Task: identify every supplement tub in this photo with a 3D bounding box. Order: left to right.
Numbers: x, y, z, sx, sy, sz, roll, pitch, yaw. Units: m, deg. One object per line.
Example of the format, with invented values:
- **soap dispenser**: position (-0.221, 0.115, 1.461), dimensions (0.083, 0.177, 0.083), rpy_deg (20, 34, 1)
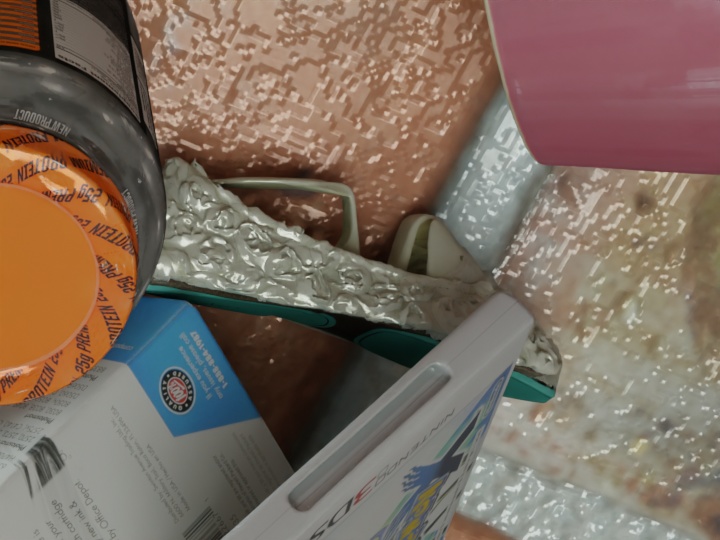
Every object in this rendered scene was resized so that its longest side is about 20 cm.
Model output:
- **supplement tub**: position (-0.133, -0.041, 0.896), dimensions (0.122, 0.200, 0.123), rpy_deg (-3, 118, -7)

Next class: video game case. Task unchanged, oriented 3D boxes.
- **video game case**: position (-0.014, 0.119, 0.988), dimensions (0.022, 0.182, 0.200), rpy_deg (39, 145, 16)

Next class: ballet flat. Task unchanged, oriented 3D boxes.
- **ballet flat**: position (0.000, 0.000, 1.018), dimensions (0.200, 0.072, 0.072), rpy_deg (16, 113, -19)

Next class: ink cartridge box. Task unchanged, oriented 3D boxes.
- **ink cartridge box**: position (-0.122, 0.115, 0.971), dimensions (0.200, 0.067, 0.116), rpy_deg (-45, 121, -29)

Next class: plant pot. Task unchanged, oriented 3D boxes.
- **plant pot**: position (0.141, -0.116, 0.918), dimensions (0.179, 0.200, 0.200), rpy_deg (-9, 119, 13)
